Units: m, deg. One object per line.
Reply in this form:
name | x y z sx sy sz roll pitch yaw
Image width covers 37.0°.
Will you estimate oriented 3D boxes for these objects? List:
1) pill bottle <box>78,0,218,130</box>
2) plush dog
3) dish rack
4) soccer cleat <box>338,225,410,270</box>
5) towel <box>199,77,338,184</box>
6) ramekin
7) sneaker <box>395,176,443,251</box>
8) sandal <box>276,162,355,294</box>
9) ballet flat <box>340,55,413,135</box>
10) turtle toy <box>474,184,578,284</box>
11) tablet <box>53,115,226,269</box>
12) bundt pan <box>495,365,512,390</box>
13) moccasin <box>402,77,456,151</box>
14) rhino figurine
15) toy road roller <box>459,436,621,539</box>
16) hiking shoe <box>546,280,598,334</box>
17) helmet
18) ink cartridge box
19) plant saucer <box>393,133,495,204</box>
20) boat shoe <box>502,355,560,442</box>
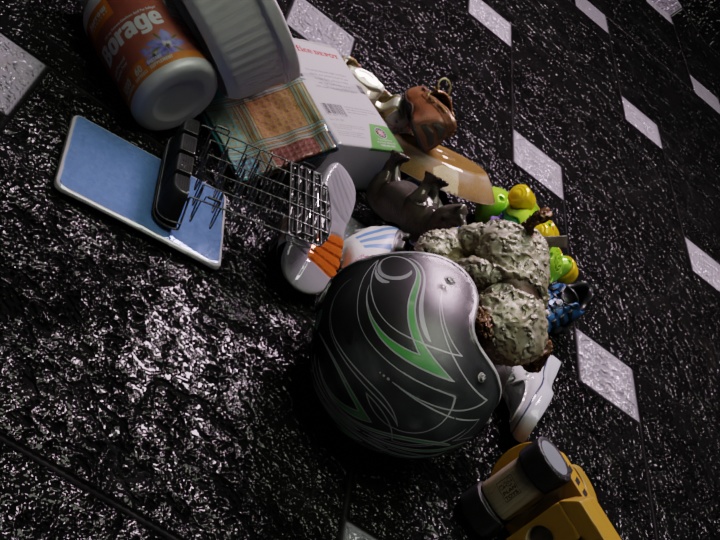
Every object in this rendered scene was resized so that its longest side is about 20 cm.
pill bottle | -0.259 -0.275 1.274 0.111 0.112 0.201 -6 56 -52
plush dog | 0.172 0.032 1.255 0.198 0.160 0.174 24 52 -32
dish rack | -0.127 -0.087 1.211 0.197 0.055 0.155 20 39 -18
soccer cleat | 0.000 0.000 1.304 0.085 0.071 0.200 6 22 15
towel | -0.131 -0.209 1.364 0.145 0.022 0.202 -22 65 -18
ramekin | -0.159 -0.301 1.292 0.204 0.093 0.203 58 -9 14
sneaker | 0.101 -0.038 1.472 0.200 0.079 0.089 44 37 15
sandal | -0.058 -0.045 1.292 0.079 0.059 0.208 52 38 -27
ballet flat | 0.023 -0.251 1.607 0.199 0.063 0.077 32 57 -30
turtle toy | 0.238 -0.053 1.608 0.146 0.100 0.202 44 20 -49
tablet | -0.235 -0.085 1.176 0.198 0.014 0.131 28 35 -25
bundt pan | 0.112 0.081 1.332 0.200 0.076 0.203 31 33 -23
moccasin | 0.105 -0.232 1.561 0.202 0.077 0.075 -92 160 -74
rhino figurine | 0.077 -0.084 1.383 0.059 0.088 0.200 22 12 -43
toy road roller | 0.218 0.284 1.181 0.145 0.123 0.202 13 41 -57
hiking shoe | 0.264 0.052 1.532 0.075 0.087 0.199 52 32 14
helmet | 0.045 0.098 1.125 0.198 0.199 0.193 20 50 -34
ink cartridge box | -0.053 -0.215 1.471 0.145 0.084 0.202 0 52 -51
plant saucer | 0.113 -0.155 1.569 0.197 0.036 0.200 22 15 -6
boat shoe | 0.206 0.154 1.378 0.066 0.074 0.200 31 21 6
